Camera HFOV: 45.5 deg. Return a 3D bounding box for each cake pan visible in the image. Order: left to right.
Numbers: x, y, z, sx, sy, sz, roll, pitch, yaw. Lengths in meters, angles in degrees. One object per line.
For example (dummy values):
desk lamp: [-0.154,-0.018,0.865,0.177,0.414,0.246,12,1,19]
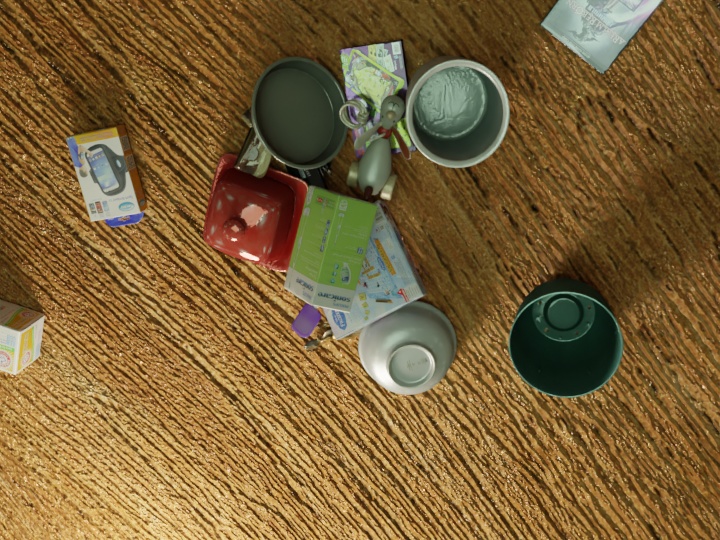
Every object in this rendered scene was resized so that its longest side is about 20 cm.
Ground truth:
cake pan: [-0.113,-0.283,1.559,0.037,0.199,0.202,-4,115,58]

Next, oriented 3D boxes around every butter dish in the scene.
butter dish: [-0.221,-0.096,1.650,0.197,0.148,0.202,20,113,8]

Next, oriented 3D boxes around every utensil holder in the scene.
utensil holder: [0.158,-0.279,1.462,0.167,0.200,0.172,1,108,2]

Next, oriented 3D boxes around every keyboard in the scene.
keyboard: [-0.095,-0.204,1.655,0.103,0.040,0.202,-11,109,40]

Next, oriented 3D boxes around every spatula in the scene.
spatula: [-0.084,0.043,1.730,0.056,0.020,0.202,37,113,37]

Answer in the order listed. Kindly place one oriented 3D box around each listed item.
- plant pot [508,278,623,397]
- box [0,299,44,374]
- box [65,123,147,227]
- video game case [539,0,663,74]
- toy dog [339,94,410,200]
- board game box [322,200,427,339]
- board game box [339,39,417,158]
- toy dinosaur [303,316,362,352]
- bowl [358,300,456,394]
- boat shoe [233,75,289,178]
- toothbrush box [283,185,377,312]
plant pot: [0.375,0.105,1.582,0.198,0.161,0.203,4,111,11]
box: [-0.812,0.132,1.887,0.198,0.101,0.114,17,112,6]
box: [-0.511,-0.185,1.743,0.117,0.042,0.203,-8,105,15]
video game case: [0.421,-0.457,1.453,0.142,0.019,0.201,37,112,-2]
toy dog: [0.029,-0.206,1.551,0.130,0.097,0.202,-2,124,10]
board game box: [0.000,0.000,1.659,0.198,0.041,0.202,-27,82,18]
board game box: [0.034,-0.314,1.583,0.118,0.032,0.203,-5,108,11]
toy dinosaur: [-0.023,0.121,1.743,0.197,0.061,0.107,-7,134,18]
bowl: [0.096,0.168,1.681,0.198,0.091,0.204,-1,113,-2]
boat shoe: [-0.187,-0.277,1.597,0.071,0.072,0.202,15,100,-22]
toothbrush box: [-0.058,-0.042,1.574,0.085,0.145,0.203,13,95,-28]
